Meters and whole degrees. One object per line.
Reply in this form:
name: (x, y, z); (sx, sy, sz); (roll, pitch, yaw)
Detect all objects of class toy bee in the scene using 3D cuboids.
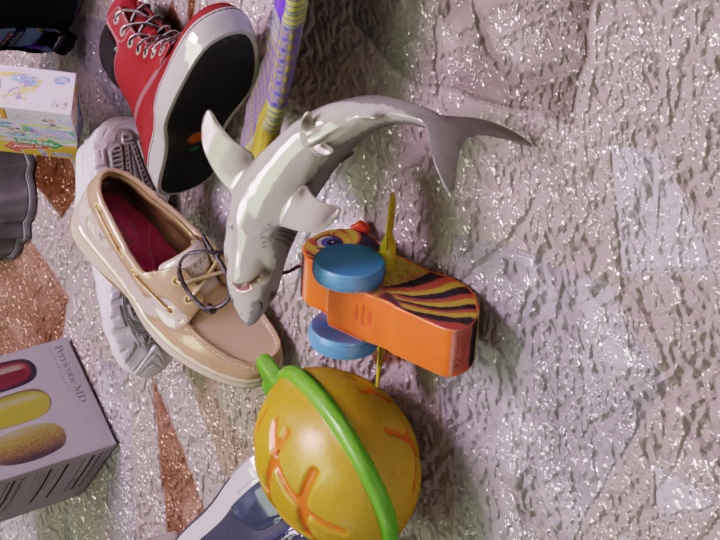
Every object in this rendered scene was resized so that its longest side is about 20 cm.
toy bee: (0.000, 0.000, 1.443); (0.200, 0.109, 0.131); (35, 127, 11)

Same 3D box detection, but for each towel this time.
towel: (-0.053, -0.151, 1.440); (0.144, 0.023, 0.201); (-85, 8, -52)

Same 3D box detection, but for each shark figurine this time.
shark figurine: (-0.009, -0.071, 1.371); (0.214, 0.089, 0.129); (-31, 78, 29)

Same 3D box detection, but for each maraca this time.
maraca: (-0.024, 0.122, 1.506); (0.200, 0.107, 0.138); (29, 143, 67)

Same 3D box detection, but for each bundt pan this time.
bundt pan: (-0.367, -0.098, 1.947); (0.202, 0.075, 0.203); (29, 126, 48)

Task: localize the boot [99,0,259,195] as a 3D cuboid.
boot: (-0.140, -0.163, 1.584); (0.145, 0.072, 0.200); (64, 154, 20)

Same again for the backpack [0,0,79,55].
backpack: (-0.310, -0.247, 1.691); (0.135, 0.199, 0.183); (57, 144, 24)

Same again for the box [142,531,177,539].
box: (-0.203, 0.330, 1.828); (0.109, 0.127, 0.200); (54, 141, 29)

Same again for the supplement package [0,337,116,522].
supplement package: (-0.329, 0.150, 1.876); (0.114, 0.199, 0.110); (62, 145, 17)

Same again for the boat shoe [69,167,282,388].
boat shoe: (-0.133, 0.003, 1.608); (0.200, 0.074, 0.069); (41, 145, 10)

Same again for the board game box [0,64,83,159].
board game box: (-0.317, -0.129, 1.702); (0.134, 0.199, 0.034); (109, 167, -77)

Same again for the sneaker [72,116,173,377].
sneaker: (-0.182, -0.016, 1.721); (0.099, 0.078, 0.201); (-9, 86, 63)

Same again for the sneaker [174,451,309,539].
sneaker: (-0.071, 0.240, 1.645); (0.147, 0.077, 0.203); (62, 144, 23)
